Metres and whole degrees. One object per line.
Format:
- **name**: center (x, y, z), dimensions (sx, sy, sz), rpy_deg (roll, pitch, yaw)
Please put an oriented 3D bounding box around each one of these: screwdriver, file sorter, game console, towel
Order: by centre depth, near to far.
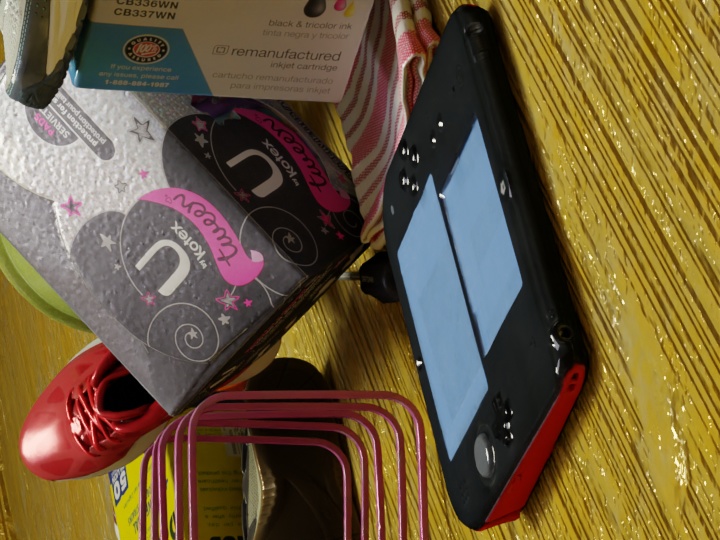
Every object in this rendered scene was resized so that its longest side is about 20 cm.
- **game console**: center (0.053, 0.004, 1.178), dimensions (0.177, 0.031, 0.200), rpy_deg (105, 155, -59)
- **towel**: center (0.001, -0.128, 1.342), dimensions (0.146, 0.030, 0.200), rpy_deg (98, 161, -46)
- **screwdriver**: center (0.000, 0.000, 1.411), dimensions (0.029, 0.028, 0.200), rpy_deg (56, 171, -11)
- **file sorter**: center (-0.047, 0.140, 1.418), dimensions (0.200, 0.139, 0.126), rpy_deg (142, 128, -73)

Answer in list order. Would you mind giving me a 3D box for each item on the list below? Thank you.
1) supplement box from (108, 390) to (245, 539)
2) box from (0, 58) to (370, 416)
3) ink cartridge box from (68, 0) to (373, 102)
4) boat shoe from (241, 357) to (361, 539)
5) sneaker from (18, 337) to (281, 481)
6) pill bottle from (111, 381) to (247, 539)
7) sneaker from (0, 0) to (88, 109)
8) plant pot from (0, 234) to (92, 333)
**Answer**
- **supplement box**: center (-0.085, 0.189, 1.646), dimensions (0.109, 0.109, 0.200), rpy_deg (123, 140, -49)
- **box**: center (-0.107, -0.046, 1.368), dimensions (0.200, 0.115, 0.132), rpy_deg (46, 122, 4)
- **ink cartridge box**: center (-0.067, -0.208, 1.263), dimensions (0.146, 0.147, 0.200), rpy_deg (-108, 27, -43)
- **boat shoe**: center (-0.037, 0.156, 1.576), dimensions (0.065, 0.073, 0.200), rpy_deg (99, 169, -69)
- **sneaker**: center (-0.150, 0.072, 1.484), dimensions (0.200, 0.116, 0.078), rpy_deg (-37, 81, 28)
- **pill bottle**: center (-0.130, 0.148, 1.865), dimensions (0.110, 0.109, 0.200), rpy_deg (-134, 40, -69)
- **sneaker**: center (-0.183, -0.168, 1.238), dimensions (0.078, 0.086, 0.200), rpy_deg (125, 142, -57)
- **plant pot**: center (-0.115, -0.043, 1.605), dimensions (0.190, 0.200, 0.200), rpy_deg (17, 113, 62)
